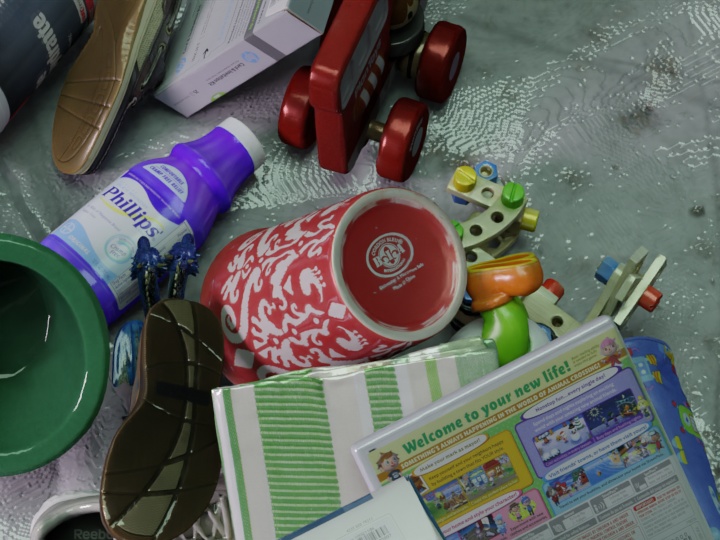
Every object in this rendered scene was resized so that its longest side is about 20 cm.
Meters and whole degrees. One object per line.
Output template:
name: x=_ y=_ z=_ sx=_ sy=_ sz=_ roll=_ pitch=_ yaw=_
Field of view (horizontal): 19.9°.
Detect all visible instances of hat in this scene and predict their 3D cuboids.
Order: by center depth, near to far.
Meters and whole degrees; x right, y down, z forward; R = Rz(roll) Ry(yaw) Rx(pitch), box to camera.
hat: x=-0.269 y=0.035 z=1.536 sx=0.164 sy=0.176 sz=0.202 roll=-3 pitch=100 yaw=-6

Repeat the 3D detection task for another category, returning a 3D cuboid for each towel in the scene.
towel: x=0.006 y=0.134 z=1.399 sx=0.198 sy=0.023 sz=0.154 roll=-9 pitch=96 yaw=-5

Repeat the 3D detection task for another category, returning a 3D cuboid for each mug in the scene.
mug: x=-0.010 y=-0.004 z=1.482 sx=0.133 sy=0.200 sz=0.179 roll=32 pitch=67 yaw=-17

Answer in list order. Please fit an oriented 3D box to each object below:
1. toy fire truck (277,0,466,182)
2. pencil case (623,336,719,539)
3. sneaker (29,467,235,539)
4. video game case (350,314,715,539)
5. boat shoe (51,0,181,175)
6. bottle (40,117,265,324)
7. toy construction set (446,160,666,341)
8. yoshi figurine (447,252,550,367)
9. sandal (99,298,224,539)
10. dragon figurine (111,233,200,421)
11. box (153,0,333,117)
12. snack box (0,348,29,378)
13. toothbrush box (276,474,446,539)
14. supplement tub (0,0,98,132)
toy fire truck: x=0.011 y=-0.179 z=1.625 sx=0.111 sy=0.168 sz=0.201 roll=19 pitch=62 yaw=11
pencil case: x=0.220 y=0.148 z=1.487 sx=0.078 sy=0.087 sz=0.201 roll=-34 pitch=57 yaw=26
sneaker: x=-0.139 y=0.186 z=1.452 sx=0.198 sy=0.092 sz=0.077 roll=-9 pitch=90 yaw=0
video game case: x=0.119 y=0.155 z=1.384 sx=0.199 sy=0.022 sz=0.183 roll=-26 pitch=94 yaw=-7
boat shoe: x=-0.188 y=-0.167 z=1.662 sx=0.073 sy=0.065 sz=0.202 roll=22 pitch=90 yaw=44
bottle: x=-0.160 y=-0.042 z=1.608 sx=0.200 sy=0.065 sz=0.083 roll=-41 pitch=65 yaw=-20
toy construction set: x=0.134 y=0.003 z=1.571 sx=0.199 sy=0.092 sz=0.131 roll=28 pitch=63 yaw=28
yoshi figurine: x=0.132 y=0.089 z=1.457 sx=0.112 sy=0.112 sz=0.202 roll=-12 pitch=94 yaw=-36
sandal: x=-0.140 y=0.110 z=1.444 sx=0.081 sy=0.055 sz=0.201 roll=15 pitch=51 yaw=-16
dragon figurine: x=-0.151 y=0.071 z=1.523 sx=0.058 sy=0.100 sz=0.202 roll=3 pitch=60 yaw=3
box: x=-0.080 y=-0.224 z=1.647 sx=0.041 sy=0.199 sz=0.157 roll=32 pitch=57 yaw=-26
snack box: x=-0.335 y=0.023 z=1.580 sx=0.142 sy=0.053 sz=0.200 roll=-39 pitch=68 yaw=-20
toothbrush box: x=-0.013 y=0.231 z=1.283 sx=0.145 sy=0.201 sz=0.086 roll=-25 pitch=62 yaw=-12
supplement tub: x=-0.314 y=-0.192 z=1.653 sx=0.140 sy=0.141 sz=0.201 roll=28 pitch=64 yaw=16
